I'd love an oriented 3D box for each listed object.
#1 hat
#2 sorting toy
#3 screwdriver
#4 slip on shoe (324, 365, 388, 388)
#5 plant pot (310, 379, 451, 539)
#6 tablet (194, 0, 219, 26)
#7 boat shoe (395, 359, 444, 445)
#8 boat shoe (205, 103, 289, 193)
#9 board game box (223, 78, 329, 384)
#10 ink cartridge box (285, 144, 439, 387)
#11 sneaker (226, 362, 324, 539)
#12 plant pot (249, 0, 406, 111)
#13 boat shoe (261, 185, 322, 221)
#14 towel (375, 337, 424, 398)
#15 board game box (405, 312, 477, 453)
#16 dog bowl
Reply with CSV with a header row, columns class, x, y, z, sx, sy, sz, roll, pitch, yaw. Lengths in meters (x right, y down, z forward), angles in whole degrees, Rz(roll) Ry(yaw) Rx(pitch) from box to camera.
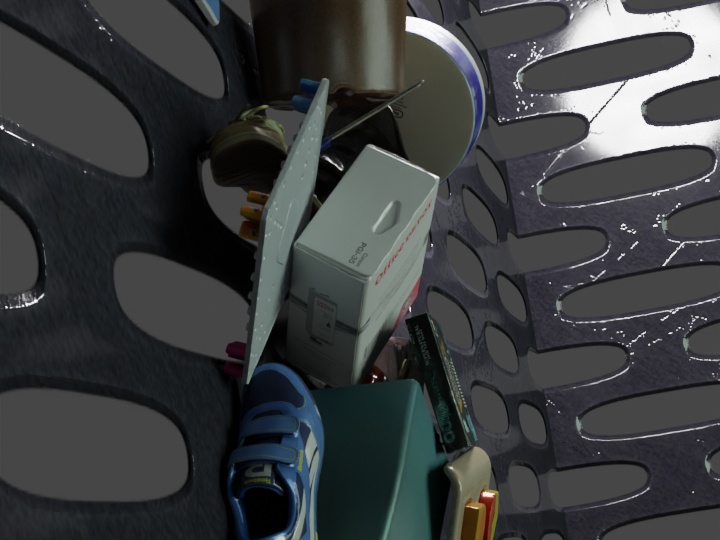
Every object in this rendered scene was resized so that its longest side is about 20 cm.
class,x,y,z,sx,sy,sz,roll,pitch,yaw
hat,-0.021,-0.092,1.870,0.200,0.080,0.202,11,-77,57
sorting toy,0.106,0.281,1.669,0.185,0.036,0.202,-2,95,-77
screwdriver,-0.019,-0.139,1.732,0.028,0.199,0.029,56,-16,7
slip on shoe,-0.015,0.141,1.780,0.061,0.074,0.200,53,19,-12
plant pot,-0.007,0.228,1.580,0.201,0.140,0.142,-79,156,-46
tablet,-0.162,-0.348,1.637,0.130,0.014,0.201,58,25,-59
boat shoe,0.050,0.189,1.755,0.075,0.068,0.201,99,2,-62
boat shoe,-0.103,-0.115,1.592,0.200,0.073,0.063,47,26,-81
board game box,-0.074,-0.037,1.497,0.201,0.026,0.201,-70,173,-48
ink cartridge box,0.000,0.000,1.639,0.147,0.082,0.201,-55,164,-33
sneaker,-0.074,0.165,1.462,0.082,0.073,0.201,54,27,-58
plant pot,-0.033,-0.273,1.781,0.200,0.198,0.200,4,83,-77
boat shoe,-0.064,-0.043,1.706,0.200,0.071,0.065,77,3,-63
towel,0.042,0.175,1.911,0.191,0.032,0.202,168,-86,-78
board game box,0.083,0.115,1.725,0.200,0.028,0.136,40,33,-82
dog bowl,0.042,-0.189,1.985,0.079,0.198,0.202,-56,133,-70
